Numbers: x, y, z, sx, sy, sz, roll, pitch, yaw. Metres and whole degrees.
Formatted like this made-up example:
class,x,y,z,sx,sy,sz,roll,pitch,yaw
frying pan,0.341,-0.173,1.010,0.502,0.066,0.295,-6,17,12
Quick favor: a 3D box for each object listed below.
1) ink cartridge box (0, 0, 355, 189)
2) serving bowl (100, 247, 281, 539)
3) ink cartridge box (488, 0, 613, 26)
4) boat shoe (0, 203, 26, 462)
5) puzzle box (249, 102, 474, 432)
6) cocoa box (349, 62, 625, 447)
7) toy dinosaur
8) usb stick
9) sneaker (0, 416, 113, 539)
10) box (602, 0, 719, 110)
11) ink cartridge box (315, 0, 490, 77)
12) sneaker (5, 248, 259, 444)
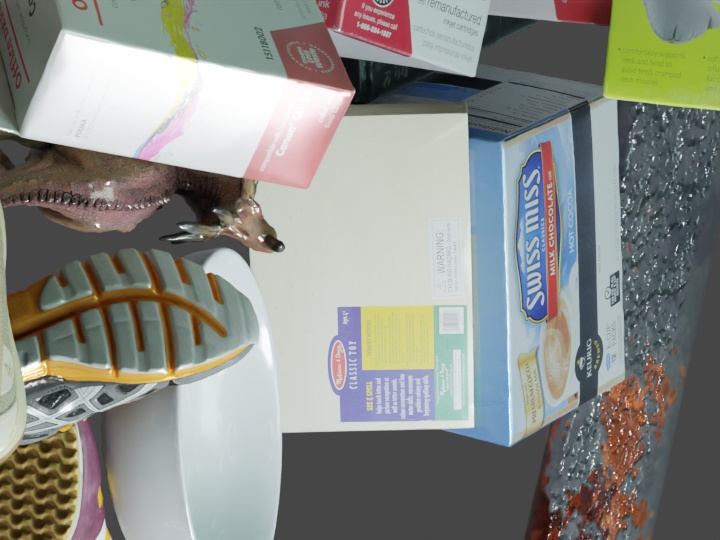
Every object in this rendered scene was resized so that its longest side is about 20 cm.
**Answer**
class,x,y,z,sx,sy,sz,roll,pitch,yaw
ink cartridge box,-0.116,-0.115,1.423,0.200,0.117,0.068,9,125,-27
serving bowl,-0.100,0.088,1.593,0.200,0.066,0.201,-3,90,-75
ink cartridge box,0.105,-0.216,1.703,0.144,0.200,0.084,-39,126,-42
boat shoe,-0.206,-0.005,1.375,0.065,0.072,0.201,84,-8,-77
puzzle box,0.000,0.000,1.689,0.025,0.133,0.201,-87,176,-70
cocoa box,0.074,-0.013,1.775,0.131,0.133,0.201,-26,120,-48
toy dinosaur,-0.124,-0.047,1.467,0.200,0.135,0.086,-22,145,-51
usb stick,0.050,-0.153,1.788,0.200,0.033,0.056,-29,125,-47
sneaker,-0.166,0.153,1.555,0.090,0.075,0.201,-25,124,-64
box,0.203,-0.188,1.570,0.048,0.122,0.201,-1,98,-51
ink cartridge box,-0.009,-0.225,1.587,0.145,0.144,0.201,12,89,-55
sneaker,-0.151,0.047,1.470,0.077,0.199,0.078,87,-8,-53
